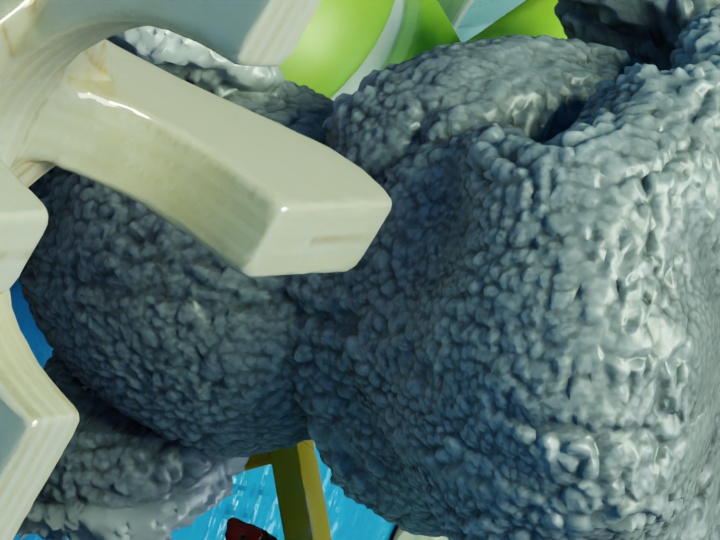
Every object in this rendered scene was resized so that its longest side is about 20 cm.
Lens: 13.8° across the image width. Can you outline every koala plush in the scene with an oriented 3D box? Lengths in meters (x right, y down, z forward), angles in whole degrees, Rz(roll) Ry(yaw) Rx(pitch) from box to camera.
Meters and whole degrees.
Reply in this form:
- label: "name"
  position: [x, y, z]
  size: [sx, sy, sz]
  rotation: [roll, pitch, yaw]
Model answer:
- label: "koala plush"
  position: [0.000, 0.000, 0.744]
  size: [0.184, 0.199, 0.178]
  rotation: [-42, 138, -67]

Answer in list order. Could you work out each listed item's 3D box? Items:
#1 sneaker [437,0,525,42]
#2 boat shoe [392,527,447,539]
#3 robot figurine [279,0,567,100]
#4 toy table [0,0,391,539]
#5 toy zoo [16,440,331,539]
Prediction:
- label: "sneaker"
  position: [0.072, -0.107, 0.899]
  size: [0.074, 0.082, 0.200]
  rotation: [-63, -172, -26]
- label: "boat shoe"
  position: [0.030, 0.202, 1.274]
  size: [0.072, 0.065, 0.201]
  rotation: [21, 83, -67]
- label: "robot figurine"
  position: [-0.020, -0.038, 0.878]
  size: [0.200, 0.175, 0.116]
  rotation: [56, 38, -40]
- label: "toy table"
  position: [-0.079, -0.039, 0.608]
  size: [0.200, 0.117, 0.184]
  rotation: [-20, 143, -52]
- label: "toy zoo"
  position: [-0.065, 0.122, 0.858]
  size: [0.020, 0.131, 0.201]
  rotation: [44, 33, -65]
